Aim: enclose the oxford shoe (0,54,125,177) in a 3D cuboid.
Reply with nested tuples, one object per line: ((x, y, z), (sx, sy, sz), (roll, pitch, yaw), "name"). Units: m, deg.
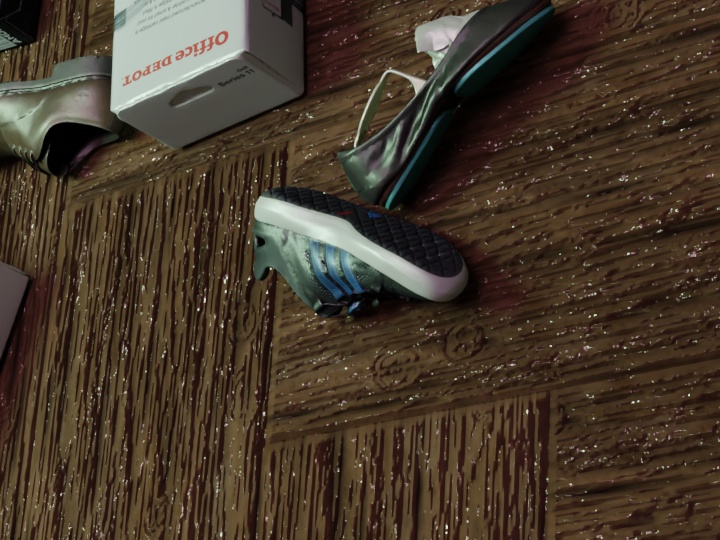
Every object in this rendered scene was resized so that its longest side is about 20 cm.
((-0.283, -0.118, 1.753), (0.199, 0.073, 0.085), (-17, 61, 34), "oxford shoe")

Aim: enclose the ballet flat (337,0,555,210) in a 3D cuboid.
((0.054, -0.136, 1.472), (0.068, 0.068, 0.200), (42, 99, 10), "ballet flat")

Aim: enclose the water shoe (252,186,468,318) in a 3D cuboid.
((0.000, 0.000, 1.477), (0.199, 0.071, 0.080), (25, 114, 42), "water shoe")

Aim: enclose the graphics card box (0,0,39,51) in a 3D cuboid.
((-0.383, -0.259, 1.918), (0.199, 0.051, 0.126), (-12, 62, 37), "graphics card box")

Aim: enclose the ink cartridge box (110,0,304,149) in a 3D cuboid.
((-0.124, -0.218, 1.658), (0.146, 0.083, 0.201), (-19, 58, 32), "ink cartridge box")

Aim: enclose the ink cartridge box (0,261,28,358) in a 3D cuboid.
((-0.385, 0.077, 1.736), (0.146, 0.086, 0.201), (7, 76, 42), "ink cartridge box")
